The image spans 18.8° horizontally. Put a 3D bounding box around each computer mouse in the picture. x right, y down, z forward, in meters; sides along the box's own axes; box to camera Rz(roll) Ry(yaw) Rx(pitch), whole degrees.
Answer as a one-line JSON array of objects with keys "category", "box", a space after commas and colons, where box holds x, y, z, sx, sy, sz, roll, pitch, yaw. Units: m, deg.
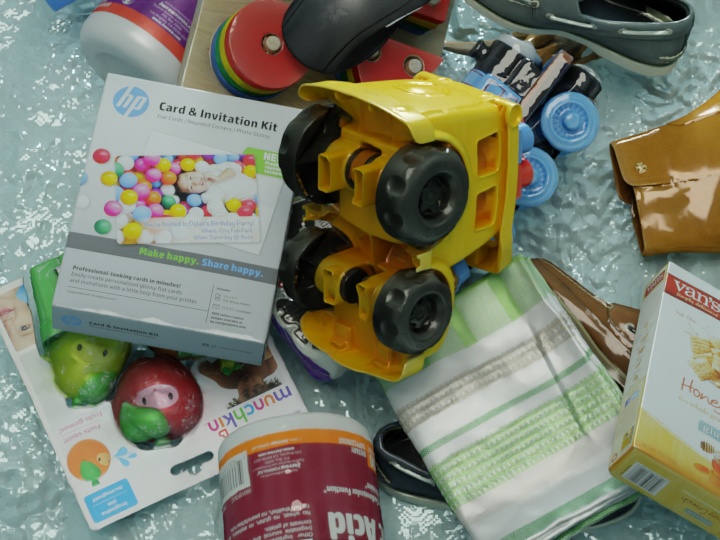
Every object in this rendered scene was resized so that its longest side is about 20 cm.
[{"category": "computer mouse", "box": [0.009, -0.248, 1.630, 0.200, 0.046, 0.141, -35, 80, -12]}]

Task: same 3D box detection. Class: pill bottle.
[{"category": "pill bottle", "box": [-0.127, -0.224, 1.745, 0.112, 0.113, 0.200, 31, 69, 16]}, {"category": "pill bottle", "box": [-0.037, 0.211, 1.528, 0.114, 0.114, 0.200, -7, 64, -1]}]

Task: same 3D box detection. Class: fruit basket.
[{"category": "fruit basket", "box": [-0.158, 0.066, 1.617, 0.185, 0.094, 0.200, -23, 70, -11]}]

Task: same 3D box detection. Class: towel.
[{"category": "towel", "box": [0.108, 0.099, 1.549, 0.149, 0.031, 0.200, -30, 68, -6]}]

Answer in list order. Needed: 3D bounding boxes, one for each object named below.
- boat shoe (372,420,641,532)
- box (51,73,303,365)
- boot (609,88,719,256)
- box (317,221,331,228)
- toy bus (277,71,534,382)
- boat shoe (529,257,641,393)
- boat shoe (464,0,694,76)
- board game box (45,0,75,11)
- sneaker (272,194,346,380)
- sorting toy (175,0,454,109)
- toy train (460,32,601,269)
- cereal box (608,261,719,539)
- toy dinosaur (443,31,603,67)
[{"category": "boat shoe", "box": [0.107, 0.142, 1.583, 0.200, 0.062, 0.075, 11, 66, 9]}, {"category": "box", "box": [-0.129, -0.039, 1.592, 0.156, 0.041, 0.200, 11, 60, -1]}, {"category": "boot", "box": [0.264, -0.110, 1.693, 0.144, 0.071, 0.202, -4, 69, -3]}, {"category": "box", "box": [0.000, 0.000, 1.670, 0.039, 0.041, 0.200, -31, 66, -13]}, {"category": "toy bus", "box": [0.050, -0.043, 1.549, 0.192, 0.200, 0.136, -16, 28, -40]}, {"category": "boat shoe", "box": [0.193, 0.060, 1.621, 0.068, 0.072, 0.200, -37, 77, -19]}, {"category": "boat shoe", "box": [0.164, -0.215, 1.678, 0.200, 0.062, 0.073, 22, 55, -6]}, {"category": "board game box", "box": [-0.198, -0.313, 1.763, 0.152, 0.045, 0.200, -26, 40, 14]}, {"category": "sneaker", "box": [-0.064, -0.001, 1.649, 0.080, 0.083, 0.200, -18, 66, -17]}, {"category": "sorting toy", "box": [-0.021, -0.194, 1.683, 0.200, 0.070, 0.199, 18, 77, -19]}, {"category": "toy train", "box": [0.096, -0.091, 1.657, 0.114, 0.087, 0.200, 38, 86, -4]}, {"category": "cereal box", "box": [0.256, 0.099, 1.544, 0.144, 0.040, 0.200, 30, 43, -10]}, {"category": "toy dinosaur", "box": [0.130, -0.177, 1.752, 0.199, 0.061, 0.106, -7, 33, 3]}]
